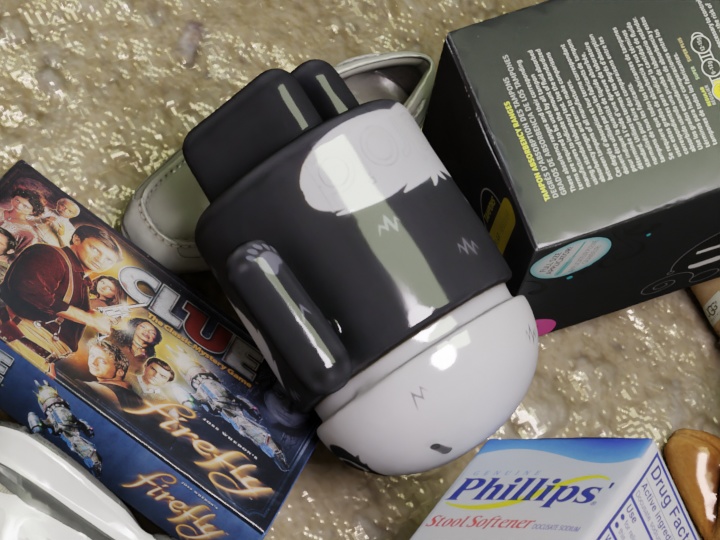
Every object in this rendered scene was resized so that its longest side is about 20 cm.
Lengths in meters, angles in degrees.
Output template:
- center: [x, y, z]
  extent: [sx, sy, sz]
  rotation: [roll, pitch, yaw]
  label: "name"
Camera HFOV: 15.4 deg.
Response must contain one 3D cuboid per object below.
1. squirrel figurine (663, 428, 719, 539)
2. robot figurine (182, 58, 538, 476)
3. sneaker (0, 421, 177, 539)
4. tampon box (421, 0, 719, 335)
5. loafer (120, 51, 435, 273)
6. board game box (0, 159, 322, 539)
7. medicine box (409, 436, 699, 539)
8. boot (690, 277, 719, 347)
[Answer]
- center: [0.275, 0.110, 1.349]
  extent: [0.141, 0.187, 0.201]
  rotation: [-4, 64, -29]
  label: "squirrel figurine"
- center: [-0.002, 0.001, 1.268]
  extent: [0.150, 0.125, 0.201]
  rotation: [-31, 84, -23]
  label: "robot figurine"
- center: [-0.120, 0.170, 1.202]
  extent: [0.200, 0.076, 0.116]
  rotation: [36, 66, -2]
  label: "sneaker"
- center: [0.148, -0.066, 1.373]
  extent: [0.199, 0.150, 0.127]
  rotation: [-18, 72, -11]
  label: "tampon box"
- center: [-0.040, -0.062, 1.365]
  extent: [0.200, 0.070, 0.070]
  rotation: [-35, 80, -37]
  label: "loafer"
- center: [-0.113, 0.043, 1.259]
  extent: [0.200, 0.035, 0.136]
  rotation: [37, 29, -3]
  label: "board game box"
- center: [0.083, 0.206, 1.202]
  extent: [0.200, 0.103, 0.183]
  rotation: [-48, 122, -39]
  label: "medicine box"
- center: [0.214, -0.063, 1.499]
  extent: [0.175, 0.066, 0.201]
  rotation: [-24, 73, -35]
  label: "boot"
